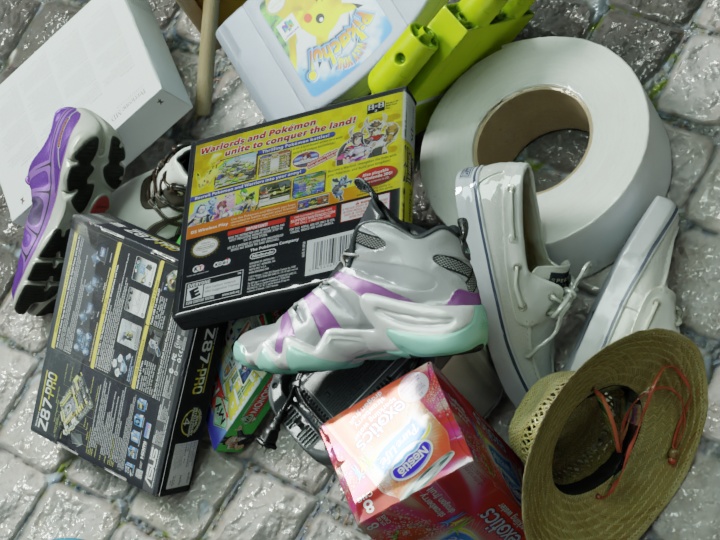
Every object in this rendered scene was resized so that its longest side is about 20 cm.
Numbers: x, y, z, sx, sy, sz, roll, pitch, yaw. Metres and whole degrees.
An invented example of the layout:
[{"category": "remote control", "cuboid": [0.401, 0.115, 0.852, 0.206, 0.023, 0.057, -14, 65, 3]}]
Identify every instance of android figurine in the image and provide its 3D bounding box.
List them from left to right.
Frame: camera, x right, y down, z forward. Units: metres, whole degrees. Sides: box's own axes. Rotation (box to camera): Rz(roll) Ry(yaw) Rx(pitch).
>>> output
[{"category": "android figurine", "cuboid": [0.071, -0.178, 1.764, 0.041, 0.182, 0.200, 50, 124, 11]}]

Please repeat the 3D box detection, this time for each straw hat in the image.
[{"category": "straw hat", "cuboid": [0.161, 0.119, 1.550, 0.085, 0.201, 0.201, 27, 77, 43]}]

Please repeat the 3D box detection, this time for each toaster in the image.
[{"category": "toaster", "cuboid": [0.022, 0.096, 1.651, 0.200, 0.129, 0.114, -47, 52, 1]}]

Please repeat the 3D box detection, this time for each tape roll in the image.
[{"category": "tape roll", "cuboid": [0.153, -0.092, 1.731, 0.201, 0.071, 0.203, -12, 59, 21]}]

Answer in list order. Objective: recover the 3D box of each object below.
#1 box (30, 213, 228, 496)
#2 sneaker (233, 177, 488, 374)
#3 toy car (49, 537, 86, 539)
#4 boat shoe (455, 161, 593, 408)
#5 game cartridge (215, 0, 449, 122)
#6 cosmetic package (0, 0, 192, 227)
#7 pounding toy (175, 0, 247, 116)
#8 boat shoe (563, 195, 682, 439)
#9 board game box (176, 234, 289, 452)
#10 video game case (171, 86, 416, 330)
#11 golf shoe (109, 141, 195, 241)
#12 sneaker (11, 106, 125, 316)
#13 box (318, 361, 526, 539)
[{"category": "box", "cuboid": [-0.194, 0.070, 1.774, 0.161, 0.049, 0.201, 21, 105, 32]}, {"category": "sneaker", "cuboid": [-0.005, 0.002, 1.562, 0.199, 0.078, 0.141, -8, 87, 16]}, {"category": "toy car", "cuboid": [-0.310, 0.293, 1.669, 0.176, 0.200, 0.185, -13, 59, 20]}, {"category": "boat shoe", "cuboid": [0.139, 0.011, 1.632, 0.086, 0.075, 0.203, -11, 97, 22]}, {"category": "game cartridge", "cuboid": [-0.022, -0.212, 1.788, 0.200, 0.040, 0.134, -40, 71, 20]}, {"category": "cosmetic package", "cuboid": [-0.261, -0.152, 1.956, 0.200, 0.052, 0.151, -39, 50, 20]}, {"category": "pounding toy", "cuboid": [-0.125, -0.288, 1.923, 0.199, 0.184, 0.142, -32, 42, 7]}, {"category": "boat shoe", "cuboid": [0.216, 0.040, 1.638, 0.070, 0.071, 0.201, 26, 73, 1]}, {"category": "board game box", "cuboid": [-0.110, 0.033, 1.771, 0.135, 0.029, 0.201, -55, 42, 40]}, {"category": "video game case", "cuboid": [-0.051, -0.050, 1.677, 0.199, 0.026, 0.181, -13, 51, 20]}, {"category": "golf shoe", "cuboid": [-0.162, -0.079, 1.867, 0.199, 0.094, 0.078, -16, 59, 20]}, {"category": "sneaker", "cuboid": [-0.269, -0.053, 1.883, 0.083, 0.080, 0.201, 37, 113, 42]}, {"category": "box", "cuboid": [0.064, 0.166, 1.554, 0.099, 0.200, 0.096, -30, 53, 9]}]
